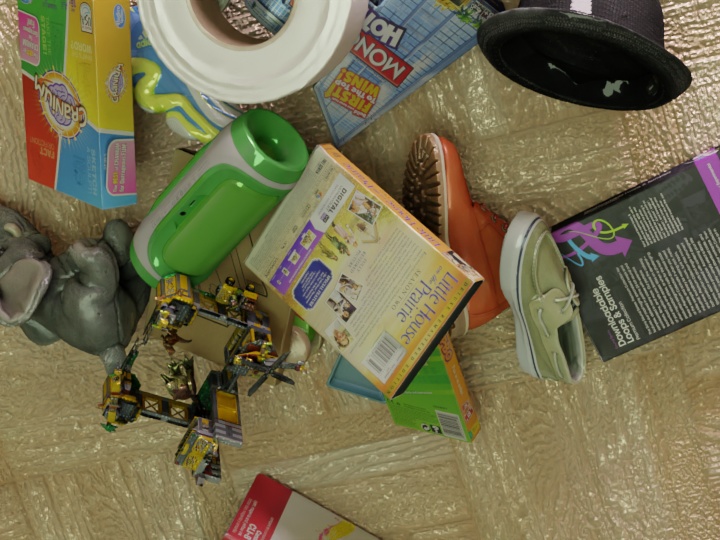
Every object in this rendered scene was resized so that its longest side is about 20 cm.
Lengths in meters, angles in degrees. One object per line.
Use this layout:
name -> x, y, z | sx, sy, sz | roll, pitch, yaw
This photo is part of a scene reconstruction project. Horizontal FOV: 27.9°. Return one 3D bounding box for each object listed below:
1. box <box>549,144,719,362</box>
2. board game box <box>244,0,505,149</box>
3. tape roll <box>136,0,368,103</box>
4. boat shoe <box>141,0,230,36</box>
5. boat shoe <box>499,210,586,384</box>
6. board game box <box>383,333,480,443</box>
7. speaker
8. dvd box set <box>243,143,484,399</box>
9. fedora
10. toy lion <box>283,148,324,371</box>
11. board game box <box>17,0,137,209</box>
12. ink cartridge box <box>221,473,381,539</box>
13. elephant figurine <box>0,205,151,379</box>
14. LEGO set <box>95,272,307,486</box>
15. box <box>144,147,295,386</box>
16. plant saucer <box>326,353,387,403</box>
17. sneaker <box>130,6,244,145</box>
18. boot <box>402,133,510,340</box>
box -> 0.291, -0.015, 1.401 | 0.199, 0.036, 0.143 | -26, 100, 16
board game box -> -0.003, -0.226, 1.357 | 0.200, 0.062, 0.200 | 34, 112, -15
tape roll -> -0.096, -0.252, 1.287 | 0.202, 0.071, 0.203 | 4, 106, 14
boat shoe -> -0.140, -0.299, 1.366 | 0.074, 0.062, 0.201 | 28, 98, -6
boat shoe -> 0.181, 0.027, 1.391 | 0.062, 0.072, 0.200 | 17, 140, 32
board game box -> 0.050, 0.085, 1.427 | 0.095, 0.030, 0.200 | 10, 139, 35
speaker -> -0.136, -0.062, 1.366 | 0.088, 0.088, 0.200 | 44, 124, -5
dvd box set -> 0.000, 0.000, 1.344 | 0.200, 0.029, 0.147 | 41, 115, 17
fedora -> 0.206, -0.219, 1.303 | 0.200, 0.201, 0.092 | 12, 76, 7
toy lion -> -0.086, -0.028, 1.462 | 0.191, 0.069, 0.200 | 36, 111, 6
board game box -> -0.276, -0.174, 1.413 | 0.153, 0.040, 0.201 | 20, 116, 47
ink cartridge box -> -0.066, 0.344, 1.528 | 0.199, 0.145, 0.146 | 28, 110, 0
elephant figurine -> -0.324, 0.015, 1.486 | 0.199, 0.155, 0.142 | 0, 127, 14
LEGO set -> -0.161, 0.112, 1.379 | 0.153, 0.116, 0.200 | 27, 118, -26
box -> -0.132, -0.004, 1.446 | 0.163, 0.021, 0.201 | 20, 109, 22
plant saucer -> 0.032, 0.040, 1.470 | 0.070, 0.019, 0.201 | 18, 112, -14
sneaker -> -0.164, -0.191, 1.403 | 0.199, 0.076, 0.105 | 28, 106, 12
boot -> 0.104, -0.043, 1.405 | 0.107, 0.075, 0.201 | -18, 108, -20
